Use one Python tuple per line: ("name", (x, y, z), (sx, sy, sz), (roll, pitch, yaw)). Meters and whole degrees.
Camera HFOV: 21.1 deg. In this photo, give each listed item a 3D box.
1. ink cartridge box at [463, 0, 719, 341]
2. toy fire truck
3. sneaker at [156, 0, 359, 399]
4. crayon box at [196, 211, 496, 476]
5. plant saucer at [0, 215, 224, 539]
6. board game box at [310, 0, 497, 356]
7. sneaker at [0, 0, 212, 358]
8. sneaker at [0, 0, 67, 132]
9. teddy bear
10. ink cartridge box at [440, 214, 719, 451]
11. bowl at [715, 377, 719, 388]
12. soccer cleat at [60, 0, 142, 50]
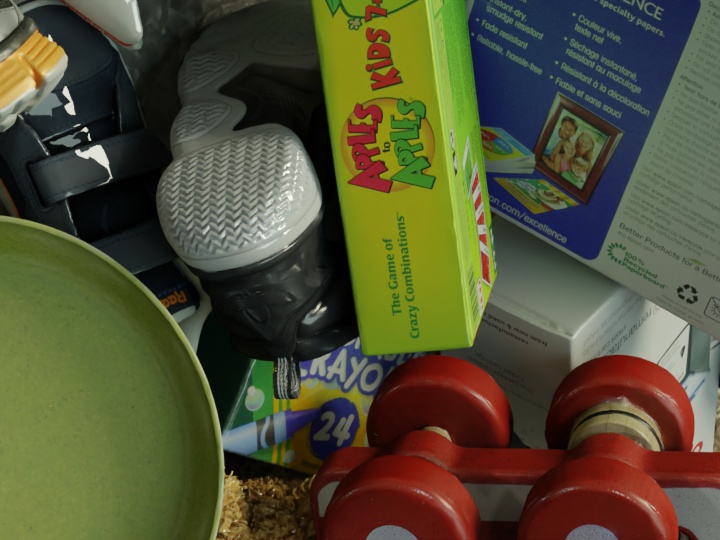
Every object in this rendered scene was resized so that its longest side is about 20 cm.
("ink cartridge box", (0.134, -0.077, 0.816), (0.047, 0.197, 0.200), (-44, 159, -44))
("toy fire truck", (0.075, 0.136, 0.853), (0.112, 0.199, 0.169), (-64, 151, -60))
("sneaker", (-0.034, -0.034, 0.835), (0.200, 0.075, 0.114), (-79, 157, -52))
("crayon box", (0.000, 0.000, 0.935), (0.125, 0.051, 0.201), (21, 91, -42))
("plant saucer", (-0.151, 0.077, 0.781), (0.031, 0.199, 0.201), (-32, 138, -82))
("board game box", (0.017, -0.077, 0.790), (0.102, 0.047, 0.201), (-61, 145, -71))
("sneaker", (-0.107, -0.018, 0.823), (0.078, 0.079, 0.201), (-25, 118, -29))
("sneaker", (-0.212, -0.051, 0.738), (0.200, 0.078, 0.077), (-36, 96, -18))
("teddy bear", (-0.095, 0.134, 0.871), (0.200, 0.067, 0.145), (22, 113, -42))
("ink cartridge box", (0.114, 0.049, 0.980), (0.146, 0.086, 0.201), (-41, 142, -33))
("bowl", (0.245, -0.023, 1.036), (0.039, 0.201, 0.201), (22, 90, -10))
("soccer cleat", (-0.050, -0.175, 0.793), (0.200, 0.069, 0.085), (-41, 91, -6))
